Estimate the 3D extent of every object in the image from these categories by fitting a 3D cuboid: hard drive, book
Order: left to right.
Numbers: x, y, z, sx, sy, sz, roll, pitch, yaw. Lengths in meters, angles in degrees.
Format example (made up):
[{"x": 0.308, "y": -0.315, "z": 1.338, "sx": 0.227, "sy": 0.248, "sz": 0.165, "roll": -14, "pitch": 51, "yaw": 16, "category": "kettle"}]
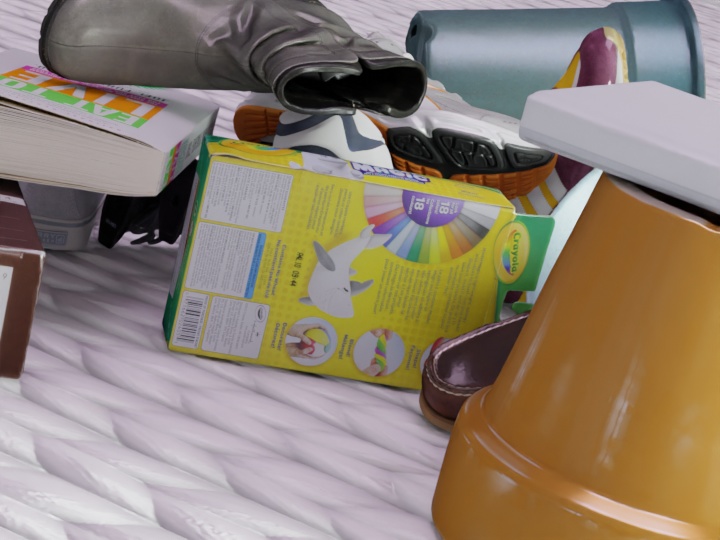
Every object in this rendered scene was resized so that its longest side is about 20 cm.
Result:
[{"x": -0.160, "y": -0.083, "z": 1.235, "sx": 0.133, "sy": 0.048, "sz": 0.200, "roll": 14, "pitch": 12, "yaw": 1, "category": "book"}, {"x": 0.190, "y": -0.043, "z": 0.998, "sx": 0.200, "sy": 0.027, "sz": 0.132, "roll": 24, "pitch": 19, "yaw": 30, "category": "hard drive"}]

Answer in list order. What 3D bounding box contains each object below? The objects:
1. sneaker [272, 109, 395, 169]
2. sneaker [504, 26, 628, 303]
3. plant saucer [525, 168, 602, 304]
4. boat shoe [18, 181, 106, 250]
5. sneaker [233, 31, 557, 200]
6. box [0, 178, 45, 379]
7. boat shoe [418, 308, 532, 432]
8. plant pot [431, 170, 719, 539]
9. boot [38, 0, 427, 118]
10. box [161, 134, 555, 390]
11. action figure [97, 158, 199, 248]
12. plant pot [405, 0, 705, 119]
[{"x": 0.012, "y": 0.003, "z": 1.304, "sx": 0.079, "sy": 0.130, "sz": 0.199, "roll": -9, "pitch": -37, "yaw": 31, "category": "sneaker"}, {"x": 0.107, "y": -0.067, "z": 1.377, "sx": 0.090, "sy": 0.200, "sz": 0.075, "roll": 15, "pitch": 26, "yaw": -3, "category": "sneaker"}, {"x": 0.196, "y": 0.018, "z": 1.251, "sx": 0.201, "sy": 0.201, "sz": 0.039, "roll": 19, "pitch": -19, "yaw": 18, "category": "plant saucer"}, {"x": -0.191, "y": -0.071, "z": 1.372, "sx": 0.072, "sy": 0.069, "sz": 0.200, "roll": 13, "pitch": 16, "yaw": -2, "category": "boat shoe"}, {"x": 0.027, "y": -0.106, "z": 1.341, "sx": 0.200, "sy": 0.076, "sz": 0.092, "roll": 12, "pitch": 59, "yaw": 6, "category": "sneaker"}, {"x": -0.229, "y": -0.015, "z": 1.143, "sx": 0.100, "sy": 0.075, "sz": 0.200, "roll": 8, "pitch": 15, "yaw": -19, "category": "box"}, {"x": 0.129, "y": 0.037, "z": 1.169, "sx": 0.200, "sy": 0.070, "sz": 0.070, "roll": -11, "pitch": 46, "yaw": -11, "category": "boat shoe"}, {"x": 0.151, "y": 0.054, "z": 1.018, "sx": 0.200, "sy": 0.183, "sz": 0.200, "roll": 13, "pitch": 15, "yaw": -4, "category": "plant pot"}, {"x": -0.069, "y": -0.124, "z": 1.230, "sx": 0.200, "sy": 0.068, "sz": 0.131, "roll": -4, "pitch": 23, "yaw": -31, "category": "boot"}, {"x": 0.000, "y": 0.000, "z": 1.201, "sx": 0.200, "sy": 0.117, "sz": 0.048, "roll": 11, "pitch": 17, "yaw": -12, "category": "box"}, {"x": -0.068, "y": -0.040, "z": 1.386, "sx": 0.130, "sy": 0.069, "sz": 0.200, "roll": 17, "pitch": 11, "yaw": 39, "category": "action figure"}, {"x": 0.131, "y": -0.111, "z": 1.593, "sx": 0.196, "sy": 0.200, "sz": 0.200, "roll": 4, "pitch": 17, "yaw": -7, "category": "plant pot"}]
